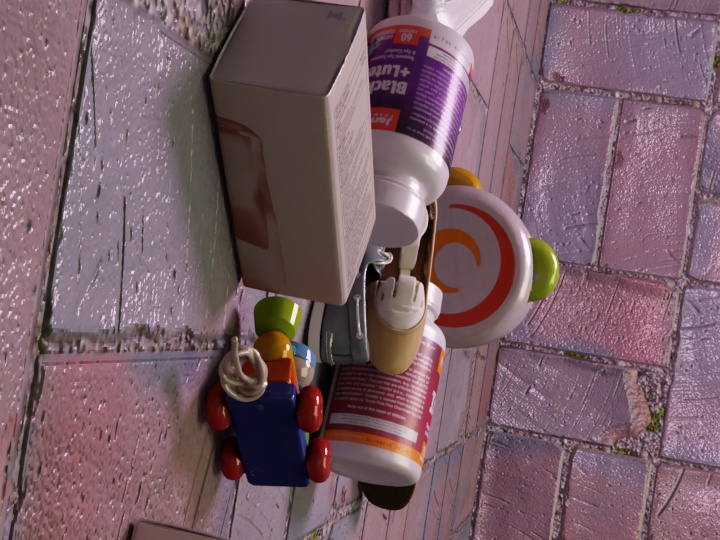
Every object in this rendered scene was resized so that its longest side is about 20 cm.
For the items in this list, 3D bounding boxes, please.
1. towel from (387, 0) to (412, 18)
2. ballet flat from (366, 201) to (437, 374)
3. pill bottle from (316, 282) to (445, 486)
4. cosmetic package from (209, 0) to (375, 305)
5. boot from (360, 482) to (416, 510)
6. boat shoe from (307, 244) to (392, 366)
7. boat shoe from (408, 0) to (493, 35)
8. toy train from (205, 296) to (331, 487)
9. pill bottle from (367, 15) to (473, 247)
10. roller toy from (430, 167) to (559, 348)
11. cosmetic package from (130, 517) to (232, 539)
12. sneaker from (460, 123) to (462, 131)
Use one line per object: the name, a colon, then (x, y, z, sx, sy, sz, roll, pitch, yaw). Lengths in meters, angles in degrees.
towel: (0.065, -0.371, 1.354, 0.201, 0.032, 0.193, -61, 157, -52)
ballet flat: (0.040, 0.000, 1.259, 0.063, 0.068, 0.202, 117, -19, -67)
pill bottle: (0.025, 0.109, 1.311, 0.113, 0.112, 0.202, 68, 33, -67)
cosmetic package: (-0.043, -0.083, 0.923, 0.201, 0.086, 0.104, 87, 18, -45)
boot: (0.048, 0.179, 1.572, 0.155, 0.071, 0.202, -69, 163, -53)
boat shoe: (0.000, 0.000, 1.239, 0.073, 0.061, 0.202, 75, 26, -60)
boat shoe: (0.092, -0.296, 1.328, 0.200, 0.071, 0.069, -51, 150, -48)
toy train: (-0.067, 0.066, 0.953, 0.201, 0.083, 0.117, 84, 9, -50)
pill bottle: (0.036, -0.128, 1.205, 0.112, 0.110, 0.202, 76, 25, -61)
roller toy: (0.115, -0.003, 1.498, 0.183, 0.200, 0.140, -47, 169, 6)
cosmetic package: (-0.107, 0.246, 0.889, 0.200, 0.070, 0.106, 67, 34, -68)
sneaker: (0.059, -0.147, 1.332, 0.077, 0.084, 0.202, 39, 68, -76)
